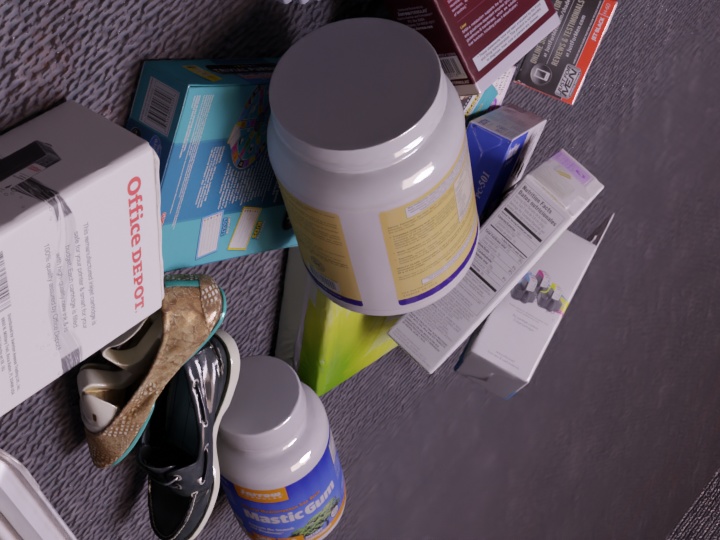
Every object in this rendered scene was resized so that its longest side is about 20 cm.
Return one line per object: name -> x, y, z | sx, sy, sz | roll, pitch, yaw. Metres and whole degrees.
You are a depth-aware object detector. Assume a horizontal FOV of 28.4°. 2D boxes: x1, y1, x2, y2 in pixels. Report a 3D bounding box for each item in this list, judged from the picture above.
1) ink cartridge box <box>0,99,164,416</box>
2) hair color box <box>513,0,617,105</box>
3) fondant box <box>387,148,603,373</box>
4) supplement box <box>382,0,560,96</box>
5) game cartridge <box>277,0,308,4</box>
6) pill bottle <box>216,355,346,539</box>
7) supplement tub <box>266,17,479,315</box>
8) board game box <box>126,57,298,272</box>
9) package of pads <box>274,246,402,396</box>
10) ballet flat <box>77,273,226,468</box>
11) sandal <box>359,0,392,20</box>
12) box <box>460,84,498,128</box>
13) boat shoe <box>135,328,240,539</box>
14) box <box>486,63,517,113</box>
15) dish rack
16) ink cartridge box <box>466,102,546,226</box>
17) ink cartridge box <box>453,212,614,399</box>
ink cartridge box -> -0.226, 0.002, 0.909 | 0.200, 0.084, 0.145 | -35, 144, -37
hair color box -> 0.193, -0.223, 1.335 | 0.200, 0.061, 0.102 | -57, 170, -72
fondant box -> 0.124, -0.011, 1.294 | 0.200, 0.058, 0.144 | -49, 174, 24
supplement box -> 0.061, -0.243, 1.071 | 0.109, 0.061, 0.200 | -42, 117, -28
game cartridge -> -0.023, -0.258, 0.935 | 0.200, 0.133, 0.042 | -47, 151, -25
pill bottle -> -0.079, 0.165, 1.295 | 0.112, 0.112, 0.200 | -47, 151, -22
supplement tub -> 0.011, -0.074, 1.063 | 0.145, 0.145, 0.200 | -48, 151, -21
board game box -> -0.100, -0.082, 1.078 | 0.200, 0.047, 0.151 | -14, 129, -55
package of pads -> 0.000, 0.000, 1.312 | 0.154, 0.068, 0.201 | -29, 141, -43
ballet flat -> -0.176, 0.073, 1.082 | 0.065, 0.071, 0.200 | 15, 123, -35
sandal -> -0.010, -0.156, 1.175 | 0.076, 0.043, 0.200 | 13, 113, -54
box -> 0.070, -0.146, 1.238 | 0.082, 0.049, 0.200 | -59, 170, 6
boat shoe -> -0.155, 0.145, 1.190 | 0.066, 0.074, 0.200 | -12, 127, -53
box -> 0.141, -0.241, 1.336 | 0.041, 0.039, 0.201 | -8, 124, -58
dish rack -> -0.268, 0.153, 0.892 | 0.200, 0.171, 0.044 | 75, 29, -56
ink cartridge box -> 0.121, -0.098, 1.323 | 0.094, 0.044, 0.200 | -67, 170, 16
ink cartridge box -> 0.175, 0.022, 1.451 | 0.200, 0.068, 0.115 | -60, 178, -15
